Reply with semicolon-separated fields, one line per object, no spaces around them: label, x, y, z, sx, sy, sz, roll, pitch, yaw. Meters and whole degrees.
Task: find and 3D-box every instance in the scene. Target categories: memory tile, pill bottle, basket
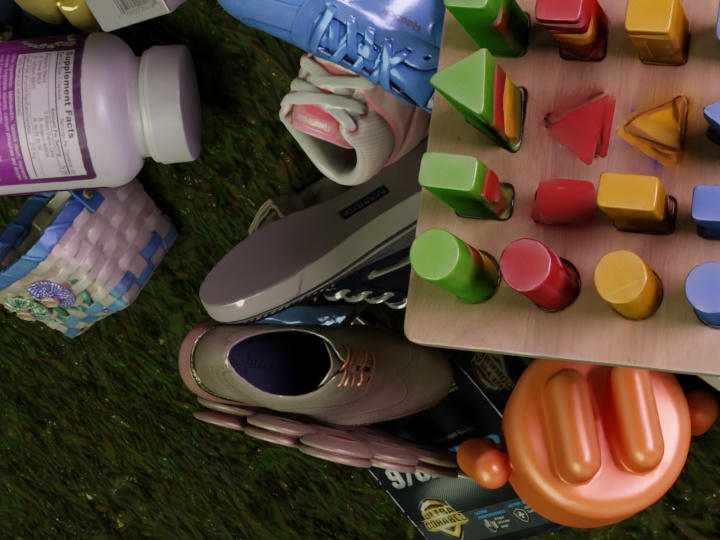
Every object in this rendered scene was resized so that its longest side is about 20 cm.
memory tile;-0.008;0.120;1.142;0.153;0.017;0.199;12;178;40
pill bottle;-0.219;-0.112;1.162;0.199;0.113;0.113;-4;133;4
basket;-0.263;-0.046;1.318;0.200;0.139;0.176;43;147;-14

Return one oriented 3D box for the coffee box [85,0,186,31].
coffee box;-0.152;-0.265;0.988;0.079;0.114;0.201;-4;123;49

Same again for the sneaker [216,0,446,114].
sneaker;0.015;-0.132;0.895;0.199;0.079;0.066;9;146;-19

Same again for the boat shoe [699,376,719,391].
boat shoe;0.229;0.045;0.953;0.200;0.062;0.073;39;178;-4

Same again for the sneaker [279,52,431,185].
sneaker;0.001;-0.136;0.975;0.075;0.105;0.201;26;141;27

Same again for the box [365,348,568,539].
box;0.078;0.135;1.237;0.159;0.046;0.200;51;146;-9

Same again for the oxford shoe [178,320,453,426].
oxford shoe;-0.017;0.070;1.077;0.074;0.199;0.071;-4;84;63

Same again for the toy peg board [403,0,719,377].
toy peg board;0.118;-0.057;0.794;0.198;0.201;0.098;6;174;20

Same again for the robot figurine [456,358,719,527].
robot figurine;0.146;0.106;1.042;0.117;0.144;0.200;41;172;10

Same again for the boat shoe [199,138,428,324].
boat shoe;0.000;0.000;1.057;0.093;0.199;0.075;62;179;-34

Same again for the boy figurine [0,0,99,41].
boy figurine;-0.228;-0.224;1.157;0.124;0.064;0.200;43;146;-1

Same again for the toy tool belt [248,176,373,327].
toy tool belt;-0.051;0.025;1.186;0.125;0.123;0.200;40;147;7
